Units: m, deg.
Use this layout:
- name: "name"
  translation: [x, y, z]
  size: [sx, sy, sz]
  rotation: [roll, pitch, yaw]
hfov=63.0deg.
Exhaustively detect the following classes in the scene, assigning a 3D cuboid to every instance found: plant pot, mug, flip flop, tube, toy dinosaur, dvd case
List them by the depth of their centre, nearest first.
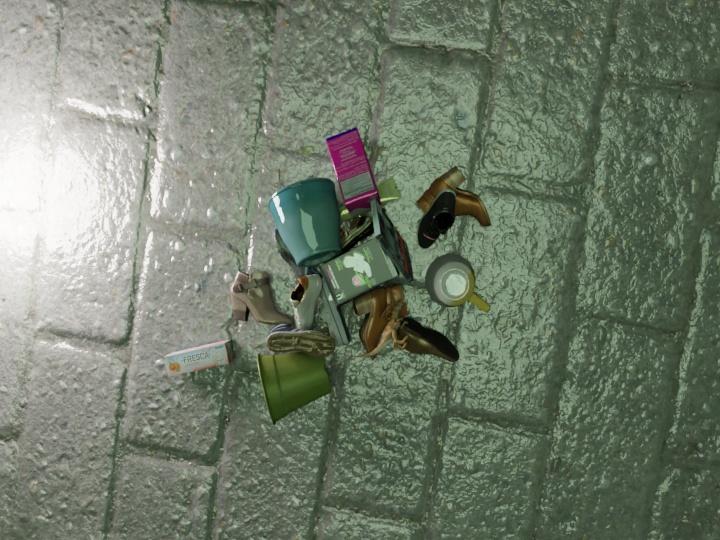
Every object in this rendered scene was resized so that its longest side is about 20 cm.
- name: "dvd case"
  translation: [0.087, -0.079, 1.599]
  size: [0.021, 0.149, 0.201]
  rotation: [-23, 131, 16]
- name: "plant pot"
  translation: [-0.138, -0.120, 1.613]
  size: [0.194, 0.200, 0.194]
  rotation: [-18, 78, 5]
- name: "mug"
  translation: [0.273, 0.034, 1.630]
  size: [0.179, 0.153, 0.156]
  rotation: [3, 93, 4]
- name: "toy dinosaur"
  translation: [0.080, 0.187, 1.654]
  size: [0.104, 0.060, 0.204]
  rotation: [30, 88, 21]
- name: "plant pot"
  translation: [-0.183, 0.311, 1.678]
  size: [0.183, 0.200, 0.208]
  rotation: [-15, 92, -6]
- name: "flip flop"
  translation: [-0.011, -0.117, 1.685]
  size: [0.198, 0.081, 0.058]
  rotation: [-39, 74, 5]
- name: "tube"
  translation: [0.018, -0.198, 1.691]
  size: [0.195, 0.052, 0.059]
  rotation: [-26, 105, 4]

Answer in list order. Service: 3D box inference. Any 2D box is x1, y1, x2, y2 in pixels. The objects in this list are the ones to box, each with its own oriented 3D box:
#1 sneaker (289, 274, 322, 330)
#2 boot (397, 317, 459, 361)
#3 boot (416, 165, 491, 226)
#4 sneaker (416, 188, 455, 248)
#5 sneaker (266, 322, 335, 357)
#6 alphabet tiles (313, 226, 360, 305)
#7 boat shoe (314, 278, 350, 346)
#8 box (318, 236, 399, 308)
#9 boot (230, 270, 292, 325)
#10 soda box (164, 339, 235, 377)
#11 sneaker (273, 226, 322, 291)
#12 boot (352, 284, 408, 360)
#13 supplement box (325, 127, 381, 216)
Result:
- name: "sneaker"
  translation: [-0.175, 0.100, 1.680]
  size: [0.082, 0.073, 0.206]
  rotation: [-3, 122, -34]
- name: "boot"
  translation: [0.192, 0.215, 1.700]
  size: [0.196, 0.074, 0.077]
  rotation: [29, 120, 2]
- name: "boot"
  translation: [0.265, -0.170, 1.662]
  size: [0.154, 0.077, 0.201]
  rotation: [-38, 100, 12]
- name: "sneaker"
  translation: [0.203, -0.119, 1.616]
  size: [0.069, 0.101, 0.203]
  rotation: [21, 130, -6]
- name: "sneaker"
  translation: [-0.170, 0.194, 1.662]
  size: [0.192, 0.108, 0.073]
  rotation: [6, 96, -12]
- name: "alphabet tiles"
  translation: [-0.068, -0.016, 1.729]
  size: [0.161, 0.008, 0.208]
  rotation: [-12, 92, 6]
- name: "boat shoe"
  translation: [-0.098, 0.127, 1.706]
  size: [0.083, 0.075, 0.208]
  rotation: [-16, 105, 8]
- name: "box"
  translation: [0.000, 0.000, 1.645]
  size: [0.195, 0.149, 0.128]
  rotation: [-25, 90, 5]
- name: "boot"
  translation: [-0.289, 0.078, 1.725]
  size: [0.192, 0.070, 0.152]
  rotation: [7, 86, -3]
- name: "soda box"
  translation: [-0.475, 0.260, 1.745]
  size: [0.192, 0.068, 0.066]
  rotation: [-12, 92, 5]
- name: "sneaker"
  translation: [-0.182, -0.044, 1.705]
  size: [0.080, 0.073, 0.204]
  rotation: [-28, 100, 9]
- name: "boot"
  translation: [0.068, 0.150, 1.697]
  size: [0.150, 0.074, 0.207]
  rotation: [-17, 112, -14]
- name: "supplement box"
  translation: [-0.019, -0.273, 1.637]
  size: [0.100, 0.101, 0.207]
  rotation: [-17, 75, 5]
